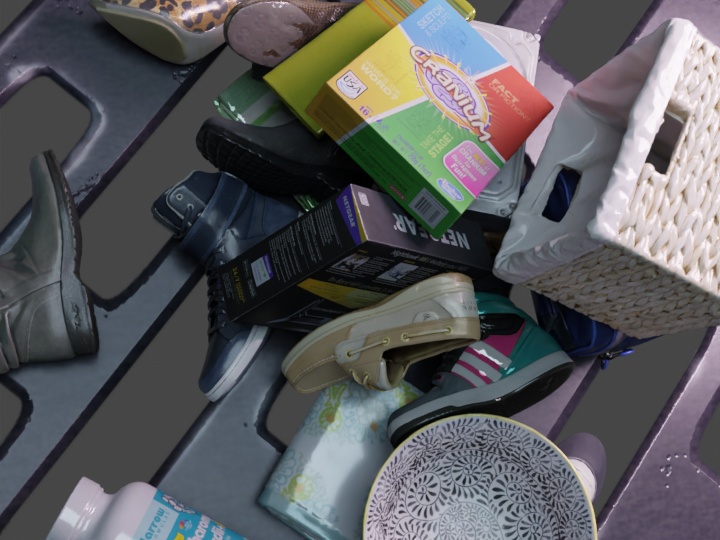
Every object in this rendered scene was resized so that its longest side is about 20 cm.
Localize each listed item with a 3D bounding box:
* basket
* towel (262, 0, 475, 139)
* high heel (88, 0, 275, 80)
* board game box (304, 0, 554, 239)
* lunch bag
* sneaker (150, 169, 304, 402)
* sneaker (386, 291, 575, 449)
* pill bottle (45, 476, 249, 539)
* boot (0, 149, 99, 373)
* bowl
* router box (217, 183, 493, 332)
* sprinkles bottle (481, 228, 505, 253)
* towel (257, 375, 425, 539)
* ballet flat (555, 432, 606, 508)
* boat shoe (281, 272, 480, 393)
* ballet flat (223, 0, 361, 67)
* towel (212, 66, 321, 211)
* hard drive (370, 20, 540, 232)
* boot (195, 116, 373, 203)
[{"bbox_3d":[0.241,-0.062,0.941,0.159,0.200,0.200,28,74,-11],"label":"basket"},{"bbox_3d":[0.009,-0.210,1.063,0.199,0.018,0.086,-39,69,-13],"label":"towel"},{"bbox_3d":[-0.156,-0.275,1.112,0.197,0.071,0.144,16,66,-9],"label":"high heel"},{"bbox_3d":[0.065,-0.138,0.969,0.153,0.040,0.200,43,46,0],"label":"board game box"},{"bbox_3d":[0.225,-0.006,1.096,0.130,0.136,0.203,-9,81,-14],"label":"lunch bag"},{"bbox_3d":[-0.141,0.005,1.033,0.145,0.077,0.204,30,63,-17],"label":"sneaker"},{"bbox_3d":[0.089,0.082,1.048,0.198,0.084,0.121,-19,58,-27],"label":"sneaker"},{"bbox_3d":[-0.167,0.254,0.961,0.198,0.111,0.112,30,73,-5],"label":"pill bottle"},{"bbox_3d":[-0.314,-0.006,1.013,0.129,0.068,0.203,-10,79,-9],"label":"boot"},{"bbox_3d":[0.096,0.233,0.981,0.198,0.094,0.204,2,73,-5],"label":"bowl"},{"bbox_3d":[0.000,0.000,0.983,0.199,0.156,0.053,12,55,-53],"label":"router box"},{"bbox_3d":[0.124,-0.122,1.134,0.067,0.068,0.203,5,77,-12],"label":"sprinkles bottle"},{"bbox_3d":[0.028,0.196,1.054,0.199,0.048,0.172,34,70,-4],"label":"towel"},{"bbox_3d":[0.176,0.233,1.067,0.073,0.073,0.200,45,72,0],"label":"ballet flat"},{"bbox_3d":[0.017,0.072,0.999,0.199,0.073,0.070,-28,64,24],"label":"boat shoe"},{"bbox_3d":[-0.055,-0.236,1.086,0.198,0.068,0.046,-13,43,-42],"label":"ballet flat"},{"bbox_3d":[-0.030,-0.137,1.128,0.152,0.023,0.200,-40,87,-19],"label":"towel"},{"bbox_3d":[0.091,-0.145,1.070,0.138,0.038,0.203,12,69,0],"label":"hard drive"},{"bbox_3d":[-0.054,-0.139,1.082,0.198,0.070,0.133,19,68,-21],"label":"boot"}]
